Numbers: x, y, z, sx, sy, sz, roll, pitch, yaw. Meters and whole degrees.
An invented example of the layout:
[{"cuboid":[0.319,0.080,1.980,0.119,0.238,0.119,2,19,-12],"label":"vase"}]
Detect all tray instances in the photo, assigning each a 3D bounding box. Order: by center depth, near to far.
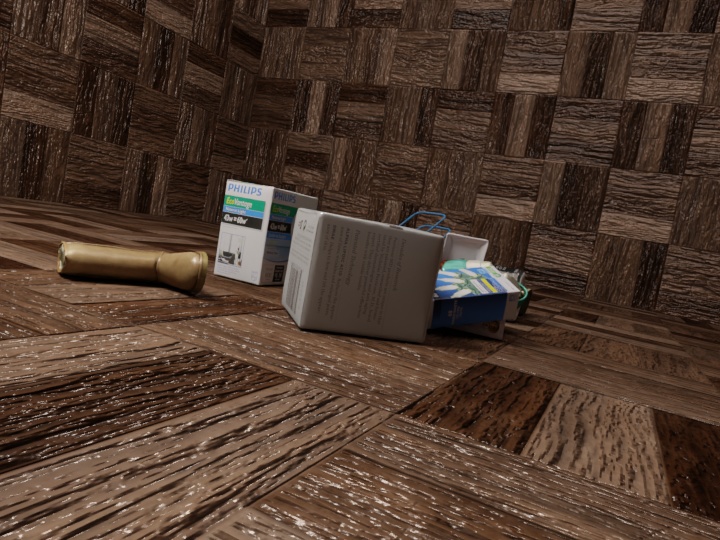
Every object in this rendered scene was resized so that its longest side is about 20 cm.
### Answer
[{"cuboid":[0.251,-0.003,1.424,0.106,0.202,0.022,11,33,5],"label":"tray"}]

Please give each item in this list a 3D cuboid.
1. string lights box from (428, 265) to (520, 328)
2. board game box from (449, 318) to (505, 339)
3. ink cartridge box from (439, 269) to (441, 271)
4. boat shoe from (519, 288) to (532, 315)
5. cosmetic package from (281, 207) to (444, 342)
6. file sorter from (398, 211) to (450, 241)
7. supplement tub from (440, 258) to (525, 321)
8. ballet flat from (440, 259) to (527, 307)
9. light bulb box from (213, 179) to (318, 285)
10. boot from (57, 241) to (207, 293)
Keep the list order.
[{"cuboid":[0.170,0.047,1.003,0.197,0.060,0.103,-5,28,-17],"label":"string lights box"},{"cuboid":[0.191,0.084,1.126,0.197,0.042,0.199,12,5,14],"label":"board game box"},{"cuboid":[0.127,0.010,1.181,0.198,0.044,0.173,19,-2,-27],"label":"ink cartridge box"},{"cuboid":[0.400,0.077,1.481,0.068,0.076,0.199,19,9,28],"label":"boat shoe"},{"cuboid":[-0.003,0.004,0.875,0.197,0.168,0.165,9,6,-19],"label":"cosmetic package"},{"cuboid":[0.192,-0.051,1.583,0.122,0.202,0.138,-38,29,-25],"label":"file sorter"},{"cuboid":[0.285,0.042,1.344,0.197,0.125,0.122,12,5,23],"label":"supplement tub"},{"cuboid":[0.253,0.017,1.110,0.198,0.068,0.070,25,-46,-22],"label":"ballet flat"},{"cuboid":[-0.202,-0.079,1.230,0.123,0.203,0.198,12,5,23],"label":"light bulb box"},{"cuboid":[-0.358,-0.006,0.883,0.198,0.067,0.174,8,-7,-34],"label":"boot"}]
